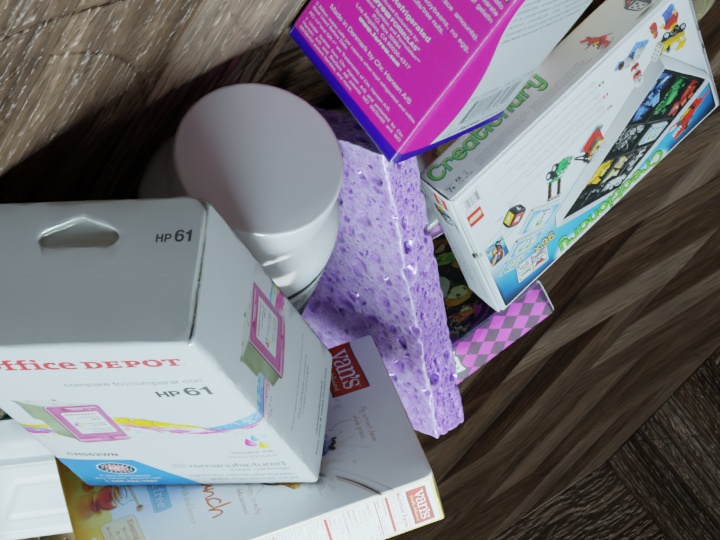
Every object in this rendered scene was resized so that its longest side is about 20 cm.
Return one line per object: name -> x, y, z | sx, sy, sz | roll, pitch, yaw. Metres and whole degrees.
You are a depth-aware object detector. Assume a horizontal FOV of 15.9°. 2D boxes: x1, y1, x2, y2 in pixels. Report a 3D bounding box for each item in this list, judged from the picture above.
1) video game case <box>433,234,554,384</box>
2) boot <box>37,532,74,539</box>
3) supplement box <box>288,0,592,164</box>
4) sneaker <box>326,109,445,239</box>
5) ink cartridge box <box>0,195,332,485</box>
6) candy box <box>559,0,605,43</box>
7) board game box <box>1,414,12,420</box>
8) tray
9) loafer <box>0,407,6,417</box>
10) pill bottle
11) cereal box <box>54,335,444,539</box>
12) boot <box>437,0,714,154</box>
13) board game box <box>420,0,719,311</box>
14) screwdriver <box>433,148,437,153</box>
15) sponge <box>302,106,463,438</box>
video game case -> 0.013, 0.046, 1.871 | 0.200, 0.181, 0.036 | -36, 123, -13
boot -> -0.172, 0.157, 1.672 | 0.073, 0.076, 0.200 | -11, 156, -16
supplement box -> 0.065, -0.166, 1.386 | 0.101, 0.103, 0.200 | -25, 162, -45
sneaker -> -0.015, -0.052, 1.636 | 0.200, 0.100, 0.075 | -19, -165, 49
ink cartridge box -> -0.115, 0.042, 1.362 | 0.144, 0.085, 0.200 | -3, 153, 19
candy box -> 0.141, -0.206, 1.565 | 0.115, 0.055, 0.200 | -39, 168, 5
board game box -> -0.284, 0.149, 1.616 | 0.200, 0.045, 0.152 | -39, 167, -5
tray -> -0.165, 0.129, 1.584 | 0.200, 0.022, 0.108 | -4, 136, -31
loafer -> -0.212, 0.050, 1.437 | 0.076, 0.067, 0.200 | -39, -176, 14
pill bottle -> -0.076, -0.018, 1.466 | 0.116, 0.116, 0.200 | -33, 166, -26
cereal box -> -0.066, 0.118, 1.457 | 0.200, 0.144, 0.040 | -20, 125, -4
boot -> 0.146, -0.145, 1.742 | 0.200, 0.073, 0.156 | -22, -156, 48
board game box -> 0.131, -0.080, 1.572 | 0.200, 0.035, 0.126 | -43, 145, -12
screwdriver -> 0.016, -0.018, 1.706 | 0.029, 0.028, 0.200 | 63, 41, -60
sponge -> 0.000, 0.000, 1.532 | 0.030, 0.111, 0.200 | -34, 127, -34
